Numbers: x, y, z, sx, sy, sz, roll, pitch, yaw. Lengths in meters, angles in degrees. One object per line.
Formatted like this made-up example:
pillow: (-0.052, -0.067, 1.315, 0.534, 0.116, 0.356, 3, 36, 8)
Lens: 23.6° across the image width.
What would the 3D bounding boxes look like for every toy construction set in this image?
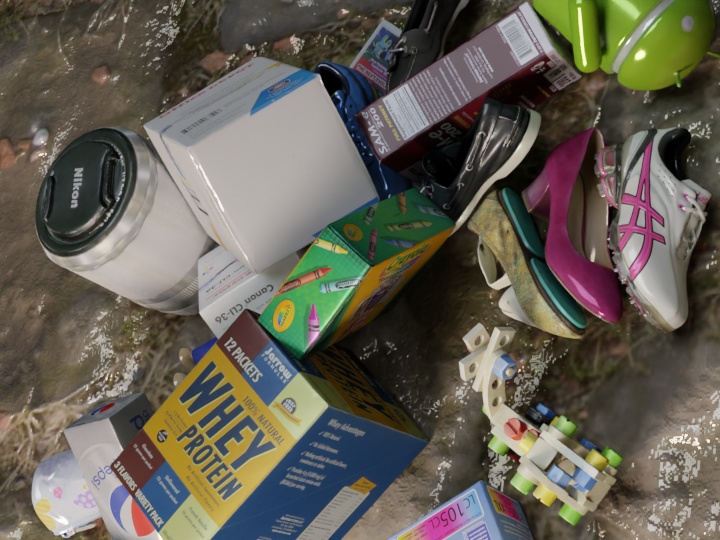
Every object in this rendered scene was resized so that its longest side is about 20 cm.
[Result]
toy construction set: (0.149, 0.140, 1.496, 0.092, 0.131, 0.200, -44, 49, 13)

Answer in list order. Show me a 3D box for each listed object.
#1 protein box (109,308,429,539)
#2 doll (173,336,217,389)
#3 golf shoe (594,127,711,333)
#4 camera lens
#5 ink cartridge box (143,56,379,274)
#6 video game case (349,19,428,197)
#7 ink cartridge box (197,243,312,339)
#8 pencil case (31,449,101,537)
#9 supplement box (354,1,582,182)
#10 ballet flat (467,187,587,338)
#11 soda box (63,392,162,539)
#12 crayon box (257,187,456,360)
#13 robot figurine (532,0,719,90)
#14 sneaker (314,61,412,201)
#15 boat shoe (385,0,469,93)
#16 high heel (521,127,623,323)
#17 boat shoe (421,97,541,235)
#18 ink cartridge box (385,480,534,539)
protein box: (-0.081, 0.171, 1.610, 0.200, 0.199, 0.135, -49, 58, 10)
doll: (-0.101, 0.067, 1.786, 0.200, 0.048, 0.136, -26, 34, 25)
golf shoe: (0.267, -0.042, 1.529, 0.092, 0.073, 0.200, -23, 56, 27)
camera lens: (-0.234, -0.051, 1.848, 0.160, 0.200, 0.160, -18, 59, 32)
ink cartridge box: (-0.100, -0.109, 1.705, 0.147, 0.145, 0.200, -32, 20, -10)
video game case: (0.032, -0.148, 1.803, 0.182, 0.023, 0.200, -54, 46, 5)
ink cartridge box: (-0.098, 0.016, 1.722, 0.116, 0.068, 0.200, -33, 20, 6)
pencil case: (-0.254, 0.216, 1.815, 0.200, 0.083, 0.091, -23, 43, 28)
supplement box: (0.105, -0.169, 1.671, 0.200, 0.109, 0.061, -32, 72, 15)
ballet flat: (0.150, 0.006, 1.606, 0.071, 0.071, 0.200, -40, 44, 17)
soda box: (-0.216, 0.227, 1.715, 0.063, 0.068, 0.200, -16, 101, 32)
crayon box: (0.000, 0.000, 1.589, 0.058, 0.200, 0.119, 42, 116, 11)
robot figurine: (0.241, -0.248, 1.592, 0.200, 0.175, 0.116, 44, 141, 12)
sneaker: (-0.007, -0.131, 1.758, 0.066, 0.078, 0.200, -33, 53, 21)
boat shoe: (0.059, -0.246, 1.760, 0.067, 0.057, 0.200, -31, 27, 53)
high heel: (0.216, -0.043, 1.576, 0.096, 0.067, 0.200, -48, 34, 25)
boat shoe: (0.093, -0.097, 1.655, 0.199, 0.066, 0.075, -44, 25, 49)
ink cartridge box: (0.103, 0.305, 1.496, 0.136, 0.076, 0.200, -36, 53, 20)
